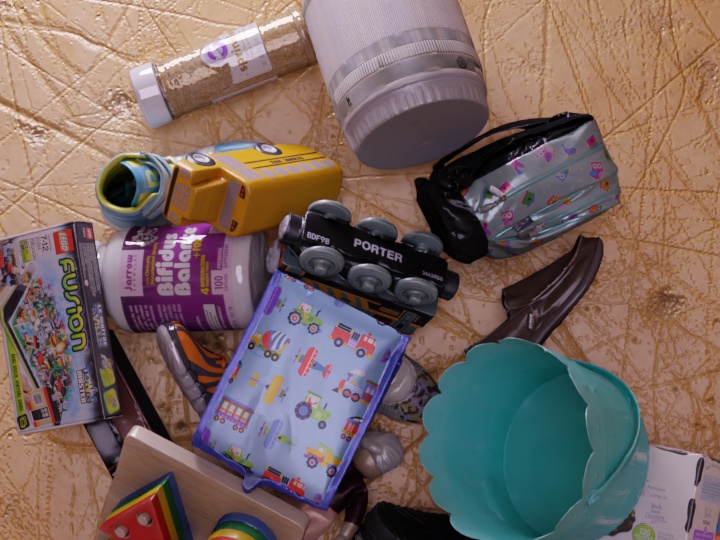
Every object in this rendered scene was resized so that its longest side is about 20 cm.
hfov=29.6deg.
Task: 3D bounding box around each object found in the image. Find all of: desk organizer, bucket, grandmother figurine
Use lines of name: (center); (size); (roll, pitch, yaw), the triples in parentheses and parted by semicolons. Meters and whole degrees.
desk organizer: (-0.255, 0.166, 1.435); (0.077, 0.072, 0.201); (-30, 84, 0)
bucket: (0.175, 0.174, 1.334); (0.206, 0.134, 0.209); (-13, 70, 38)
grandmother figurine: (-0.040, 0.237, 1.430); (0.200, 0.061, 0.121); (-38, 74, -5)

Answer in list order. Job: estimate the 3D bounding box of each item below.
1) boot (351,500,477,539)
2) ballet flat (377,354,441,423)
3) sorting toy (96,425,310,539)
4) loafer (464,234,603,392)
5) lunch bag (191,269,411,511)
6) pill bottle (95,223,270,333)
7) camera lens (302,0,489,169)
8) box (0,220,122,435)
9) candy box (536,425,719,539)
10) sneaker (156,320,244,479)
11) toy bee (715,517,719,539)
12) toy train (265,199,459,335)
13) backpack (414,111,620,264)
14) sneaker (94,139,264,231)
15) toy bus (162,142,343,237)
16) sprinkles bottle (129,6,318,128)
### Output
boot: (0.037, 0.328, 1.405); (0.199, 0.077, 0.168); (23, 118, -35)
ballet flat: (0.001, 0.095, 1.437); (0.200, 0.072, 0.072); (36, 86, 4)
sorting toy: (-0.175, 0.286, 1.360); (0.199, 0.070, 0.200); (26, 126, 7)
loafer: (0.182, 0.036, 1.436); (0.071, 0.073, 0.200); (38, 85, 5)
lunch bag: (-0.062, 0.128, 1.333); (0.150, 0.094, 0.201); (26, 71, 6)
pill bottle: (-0.201, 0.008, 1.424); (0.198, 0.112, 0.113); (-3, 84, 9)
camera lens: (0.036, -0.227, 1.409); (0.159, 0.160, 0.201); (-18, 71, -1)
box: (-0.310, 0.059, 1.383); (0.109, 0.035, 0.202); (-12, 85, 22)
candy box: (0.265, 0.271, 1.370); (0.167, 0.071, 0.202); (8, 83, 40)
sneaker: (-0.127, 0.113, 1.420); (0.112, 0.078, 0.201); (-35, 118, -11)
toy bee: (0.384, 0.301, 1.402); (0.199, 0.109, 0.131); (35, 94, 29)
toy train: (0.000, 0.000, 1.403); (0.199, 0.114, 0.086); (18, 55, -16)
backpack: (0.168, -0.085, 1.421); (0.199, 0.167, 0.127); (-24, 101, -4)
sneaker: (-0.186, -0.095, 1.430); (0.199, 0.131, 0.080); (-20, 83, -2)
toy bus: (-0.109, -0.082, 1.394); (0.078, 0.199, 0.066); (32, 116, 26)
sprinkles bottle: (-0.147, -0.220, 1.474); (0.199, 0.068, 0.069); (-22, 84, -2)
